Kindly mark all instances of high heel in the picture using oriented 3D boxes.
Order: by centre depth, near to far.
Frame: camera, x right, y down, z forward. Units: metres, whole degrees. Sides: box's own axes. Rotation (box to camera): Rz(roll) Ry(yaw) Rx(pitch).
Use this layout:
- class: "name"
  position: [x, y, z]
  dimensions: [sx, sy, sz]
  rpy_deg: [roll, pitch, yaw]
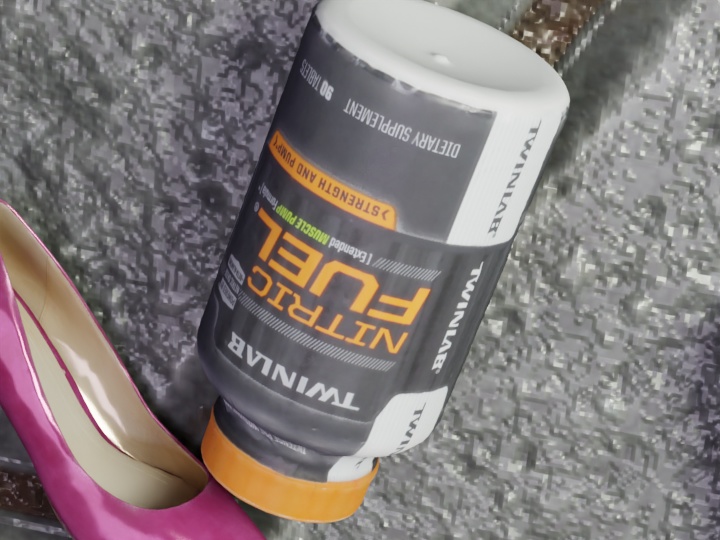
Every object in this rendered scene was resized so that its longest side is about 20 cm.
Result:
- class: "high heel"
  position: [-0.104, 0.057, 0.959]
  dimensions: [0.200, 0.067, 0.096]
  rpy_deg: [39, 125, 15]

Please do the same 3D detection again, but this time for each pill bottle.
- class: "pill bottle"
  position: [0.000, 0.000, 0.889]
  dimensions: [0.106, 0.106, 0.200]
  rpy_deg: [24, 113, 7]
